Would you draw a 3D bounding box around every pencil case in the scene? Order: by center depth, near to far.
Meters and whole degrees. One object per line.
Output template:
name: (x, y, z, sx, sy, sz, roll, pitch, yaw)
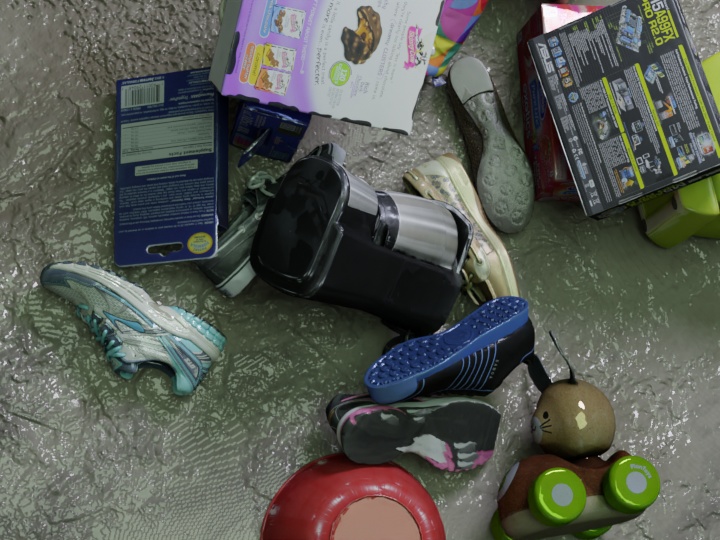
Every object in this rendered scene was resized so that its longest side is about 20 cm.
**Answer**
pencil case: (0.099, -0.296, 1.737, 0.088, 0.201, 0.089, 25, 29, -15)

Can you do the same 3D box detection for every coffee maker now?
coffee maker: (0.000, 0.000, 1.644, 0.199, 0.134, 0.194, 16, 74, -44)

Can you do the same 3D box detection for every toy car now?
toy car: (0.203, 0.169, 1.686, 0.156, 0.164, 0.202, -7, 72, -14)

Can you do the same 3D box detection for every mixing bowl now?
mixing bowl: (0.004, 0.275, 1.640, 0.198, 0.108, 0.202, 3, 77, -12)

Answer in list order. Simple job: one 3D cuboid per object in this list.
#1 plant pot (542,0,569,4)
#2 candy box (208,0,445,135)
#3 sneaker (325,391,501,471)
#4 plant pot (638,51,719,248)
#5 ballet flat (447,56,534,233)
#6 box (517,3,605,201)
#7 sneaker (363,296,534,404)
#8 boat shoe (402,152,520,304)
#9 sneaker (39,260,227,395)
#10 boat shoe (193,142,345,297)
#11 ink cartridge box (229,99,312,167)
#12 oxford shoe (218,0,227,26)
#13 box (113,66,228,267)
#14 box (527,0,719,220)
plant pot: (0.225, -0.401, 1.805, 0.200, 0.200, 0.184, 39, 83, -2)
candy box: (-0.029, -0.236, 1.584, 0.198, 0.072, 0.169, 11, 104, -19)
sneaker: (0.053, 0.150, 1.695, 0.198, 0.086, 0.081, 10, 107, -32)
plant pot: (0.392, -0.135, 1.776, 0.180, 0.199, 0.202, -12, 81, -9)
ballet flat: (0.141, -0.137, 1.796, 0.067, 0.046, 0.202, -19, 86, -3)
box: (0.236, -0.183, 1.797, 0.099, 0.095, 0.202, 0, 78, -12)
sneaker: (0.097, 0.101, 1.666, 0.199, 0.070, 0.079, -25, 118, -21)
boat shoe: (0.110, -0.026, 1.752, 0.062, 0.073, 0.201, -21, 74, -14)
sneaker: (-0.237, 0.058, 1.648, 0.199, 0.078, 0.087, 27, 77, -6)
boat shoe: (-0.096, -0.068, 1.709, 0.068, 0.074, 0.200, 43, 81, -16)
ink cartridge box: (-0.080, -0.201, 1.707, 0.076, 0.136, 0.202, 15, 75, -7)
oxford shoe: (-0.049, -0.283, 1.632, 0.198, 0.058, 0.076, -20, 85, -16)
box: (-0.195, -0.103, 1.686, 0.120, 0.032, 0.202, -5, 76, 19)
box: (0.278, -0.173, 1.688, 0.159, 0.044, 0.202, -22, 79, 19)
